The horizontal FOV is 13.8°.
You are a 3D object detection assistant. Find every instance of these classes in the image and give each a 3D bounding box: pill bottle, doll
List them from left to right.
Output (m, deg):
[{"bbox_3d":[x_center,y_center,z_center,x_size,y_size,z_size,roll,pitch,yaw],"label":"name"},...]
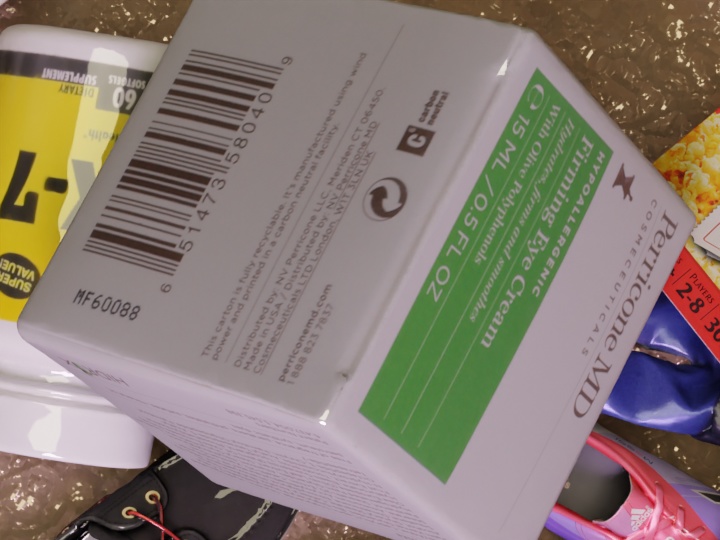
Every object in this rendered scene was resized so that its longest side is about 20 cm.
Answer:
[{"bbox_3d":[-0.132,-0.011,1.428,0.114,0.114,0.200,9,90,5],"label":"pill bottle"},{"bbox_3d":[0.182,0.046,1.423,0.200,0.048,0.137,17,61,-2],"label":"doll"}]

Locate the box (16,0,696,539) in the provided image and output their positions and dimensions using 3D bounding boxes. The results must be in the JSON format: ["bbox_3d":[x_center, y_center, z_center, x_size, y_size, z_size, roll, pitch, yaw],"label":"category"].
[{"bbox_3d":[0.000,0.000,1.333,0.200,0.171,0.199,16,72,40],"label":"box"}]

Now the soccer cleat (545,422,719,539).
[{"bbox_3d":[0.147,0.126,1.420,0.200,0.073,0.068,31,91,5],"label":"soccer cleat"}]

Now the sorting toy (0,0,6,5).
[{"bbox_3d":[-0.243,-0.167,1.454,0.180,0.107,0.200,-29,72,-12],"label":"sorting toy"}]

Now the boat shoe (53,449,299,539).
[{"bbox_3d":[-0.103,0.139,1.449,0.201,0.063,0.074,-39,83,1],"label":"boat shoe"}]

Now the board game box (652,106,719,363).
[{"bbox_3d":[0.233,-0.033,1.364,0.200,0.046,0.152,-40,63,6],"label":"board game box"}]
